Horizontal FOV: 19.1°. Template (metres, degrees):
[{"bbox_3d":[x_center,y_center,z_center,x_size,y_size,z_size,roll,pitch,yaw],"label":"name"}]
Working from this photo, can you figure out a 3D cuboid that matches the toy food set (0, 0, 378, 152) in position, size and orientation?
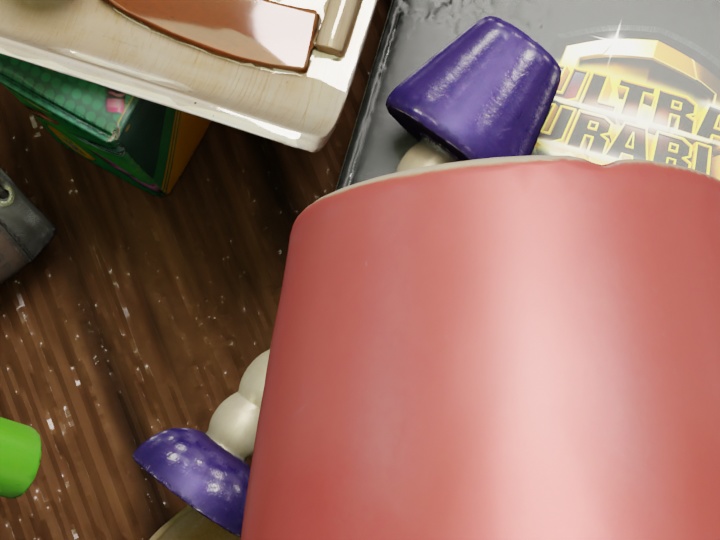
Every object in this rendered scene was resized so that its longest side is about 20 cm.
[{"bbox_3d":[-0.051,-0.152,0.700,0.143,0.060,0.201,17,84,6],"label":"toy food set"}]

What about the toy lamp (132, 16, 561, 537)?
[{"bbox_3d":[0.000,0.000,0.750,0.058,0.058,0.200,34,87,8],"label":"toy lamp"}]

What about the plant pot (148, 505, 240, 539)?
[{"bbox_3d":[0.004,0.156,0.746,0.199,0.028,0.201,7,50,-9],"label":"plant pot"}]

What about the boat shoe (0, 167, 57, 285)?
[{"bbox_3d":[-0.187,-0.075,0.820,0.065,0.073,0.200,-32,84,-12],"label":"boat shoe"}]

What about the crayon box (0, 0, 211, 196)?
[{"bbox_3d":[-0.056,-0.134,0.788,0.058,0.119,0.201,28,85,7],"label":"crayon box"}]

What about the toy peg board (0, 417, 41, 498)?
[{"bbox_3d":[-0.209,0.088,0.750,0.098,0.200,0.200,21,97,-35],"label":"toy peg board"}]

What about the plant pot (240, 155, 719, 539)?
[{"bbox_3d":[0.052,0.069,0.648,0.199,0.200,0.178,-3,76,4],"label":"plant pot"}]

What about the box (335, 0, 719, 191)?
[{"bbox_3d":[0.096,-0.036,0.800,0.199,0.049,0.160,16,85,6],"label":"box"}]
